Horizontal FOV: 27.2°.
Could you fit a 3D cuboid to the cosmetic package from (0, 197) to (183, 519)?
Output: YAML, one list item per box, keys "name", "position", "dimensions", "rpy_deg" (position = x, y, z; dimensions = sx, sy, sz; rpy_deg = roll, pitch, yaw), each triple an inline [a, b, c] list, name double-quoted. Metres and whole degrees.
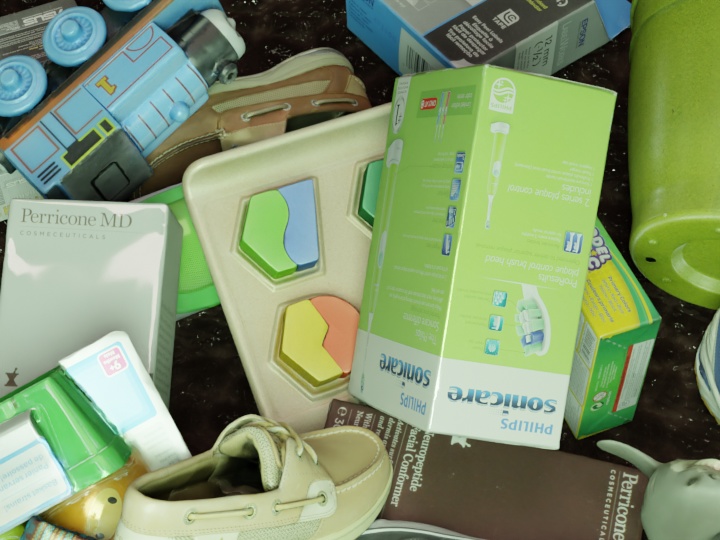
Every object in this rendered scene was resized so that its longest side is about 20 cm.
- name: "cosmetic package"
  position: [-0.167, 0.061, 0.900]
  dimensions: [0.101, 0.074, 0.202]
  rpy_deg: [2, 81, 1]

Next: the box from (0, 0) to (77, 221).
- name: "box"
  position: [-0.278, -0.110, 1.096]
  dimensions: [0.198, 0.049, 0.159]
  rpy_deg: [-20, 56, -15]

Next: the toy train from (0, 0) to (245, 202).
- name: "toy train"
  position: [-0.164, -0.124, 1.009]
  dimensions: [0.200, 0.087, 0.114]
  rpy_deg: [-43, 66, -9]

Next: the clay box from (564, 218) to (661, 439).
- name: "clay box"
  position: [0.122, -0.005, 0.972]
  dimensions: [0.047, 0.115, 0.201]
  rpy_deg: [-16, 54, -13]

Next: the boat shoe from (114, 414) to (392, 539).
- name: "boat shoe"
  position: [-0.049, 0.112, 0.778]
  dimensions: [0.072, 0.066, 0.199]
  rpy_deg: [21, 24, 35]

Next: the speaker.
- name: "speaker"
  position: [-0.084, -0.029, 1.010]
  dimensions: [0.199, 0.089, 0.089]
  rpy_deg: [-23, 55, -17]

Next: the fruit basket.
- name: "fruit basket"
  position: [-0.162, 0.162, 0.801]
  dimensions: [0.184, 0.094, 0.201]
  rpy_deg: [-27, 88, -1]

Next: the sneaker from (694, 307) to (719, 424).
- name: "sneaker"
  position: [0.263, 0.098, 0.909]
  dimensions: [0.075, 0.089, 0.201]
  rpy_deg: [-14, 55, -13]

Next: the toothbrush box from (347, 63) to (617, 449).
- name: "toothbrush box"
  position: [0.065, -0.011, 0.867]
  dimensions: [0.085, 0.145, 0.202]
  rpy_deg: [10, 90, -19]

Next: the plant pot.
- name: "plant pot"
  position: [0.262, -0.083, 1.000]
  dimensions: [0.198, 0.201, 0.194]
  rpy_deg: [12, 65, 10]

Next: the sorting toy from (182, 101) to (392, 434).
- name: "sorting toy"
  position: [0.000, 0.000, 0.959]
  dimensions: [0.184, 0.036, 0.202]
  rpy_deg: [-18, 83, -15]

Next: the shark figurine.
- name: "shark figurine"
  position: [0.193, 0.167, 0.822]
  dimensions: [0.128, 0.214, 0.090]
  rpy_deg: [13, 70, 48]

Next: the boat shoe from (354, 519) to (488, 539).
- name: "boat shoe"
  position: [0.046, 0.177, 0.788]
  dimensions: [0.198, 0.066, 0.071]
  rpy_deg: [5, 91, 11]

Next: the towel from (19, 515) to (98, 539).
- name: "towel"
  position: [-0.137, 0.244, 0.751]
  dimensions: [0.145, 0.022, 0.202]
  rpy_deg: [21, 85, -6]

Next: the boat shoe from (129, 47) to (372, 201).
- name: "boat shoe"
  position: [-0.077, -0.095, 1.070]
  dimensions: [0.199, 0.076, 0.072]
  rpy_deg: [-29, 59, -18]

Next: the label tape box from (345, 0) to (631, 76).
- name: "label tape box"
  position: [0.108, -0.214, 1.167]
  dimensions: [0.199, 0.066, 0.143]
  rpy_deg: [-32, 59, -21]

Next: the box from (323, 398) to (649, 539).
- name: "box"
  position: [0.064, 0.154, 0.876]
  dimensions: [0.198, 0.075, 0.101]
  rpy_deg: [12, 53, 7]
